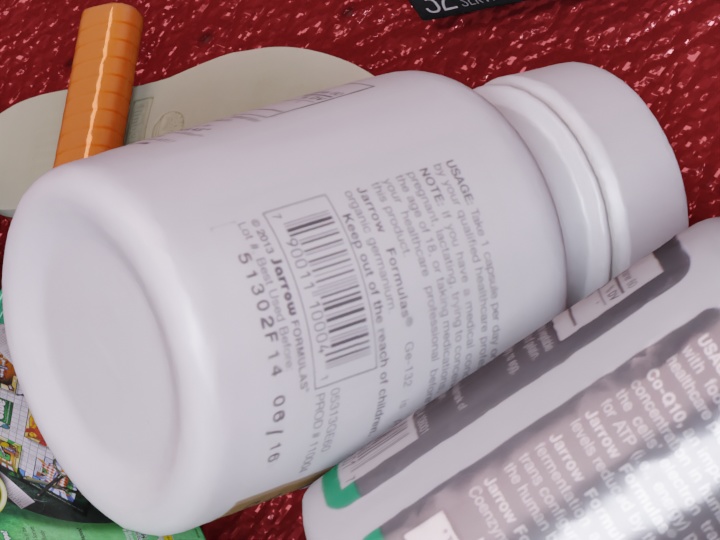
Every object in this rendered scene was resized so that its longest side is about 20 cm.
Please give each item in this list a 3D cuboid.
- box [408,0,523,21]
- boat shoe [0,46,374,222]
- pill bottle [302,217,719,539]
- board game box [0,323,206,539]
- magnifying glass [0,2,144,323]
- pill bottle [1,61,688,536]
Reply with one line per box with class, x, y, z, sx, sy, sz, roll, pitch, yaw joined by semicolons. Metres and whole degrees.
box;0.087;-0.196;1.052;0.199;0.149;0.125;-9;47;32
boat shoe;-0.053;-0.035;1.076;0.199;0.063;0.071;-3;63;35
pill bottle;0.092;0.057;0.842;0.200;0.113;0.113;-34;40;7
board game box;-0.102;0.075;0.890;0.200;0.104;0.024;-120;43;-55
magnifying glass;-0.104;-0.004;1.040;0.079;0.022;0.201;-9;60;34
pill bottle;0.000;0.000;0.908;0.199;0.115;0.114;-18;28;-34
